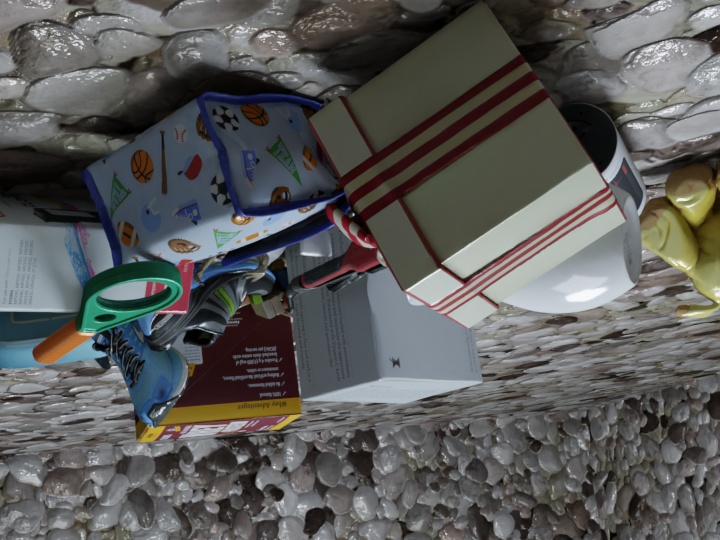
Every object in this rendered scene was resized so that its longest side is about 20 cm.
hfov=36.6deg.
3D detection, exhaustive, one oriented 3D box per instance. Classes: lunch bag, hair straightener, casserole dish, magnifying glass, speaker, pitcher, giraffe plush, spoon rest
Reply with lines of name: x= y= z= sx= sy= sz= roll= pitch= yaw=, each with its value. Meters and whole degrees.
lunch bag: x=-0.102 y=-0.073 z=0.942 sx=0.170 sy=0.124 sz=0.200 roll=-20 pitch=177 yaw=37
hair straightener: x=0.000 y=0.000 z=1.157 sx=0.200 sy=0.041 sz=0.077 roll=-31 pitch=159 yaw=30
casserole dish: x=-0.359 y=0.049 z=1.286 sx=0.199 sy=0.122 sz=0.039 roll=-8 pitch=148 yaw=2
magnifying glass: x=-0.228 y=0.039 z=0.950 sx=0.079 sy=0.023 sz=0.200 roll=8 pitch=149 yaw=-44
speaker: x=0.232 y=-0.099 z=1.088 sx=0.081 sy=0.082 sz=0.200 roll=-13 pitch=164 yaw=19
pitcher: x=0.154 y=-0.033 z=0.997 sx=0.199 sy=0.122 sz=0.172 roll=-3 pitch=-153 yaw=27
giraffe plush: x=0.426 y=-0.046 z=1.286 sx=0.172 sy=0.201 sz=0.162 roll=-17 pitch=-168 yaw=21
spoon rest: x=-0.103 y=-0.038 z=1.220 sx=0.099 sy=0.061 sz=0.200 roll=5 pitch=174 yaw=-37

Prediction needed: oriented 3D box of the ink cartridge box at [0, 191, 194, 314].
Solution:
ink cartridge box: x=-0.274 y=-0.018 z=1.011 sx=0.199 sy=0.083 sz=0.146 roll=3 pitch=-166 yaw=-34

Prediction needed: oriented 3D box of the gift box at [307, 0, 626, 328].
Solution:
gift box: x=0.074 y=-0.078 z=0.861 sx=0.186 sy=0.201 sz=0.184 roll=-35 pitch=152 yaw=11

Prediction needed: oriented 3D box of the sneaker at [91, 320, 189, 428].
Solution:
sneaker: x=-0.248 y=0.089 z=1.154 sx=0.090 sy=0.200 sz=0.079 roll=24 pitch=109 yaw=-38

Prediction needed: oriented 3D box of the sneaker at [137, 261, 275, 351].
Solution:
sneaker: x=-0.168 y=0.037 z=1.173 sx=0.070 sy=0.083 sz=0.199 roll=-2 pitch=-168 yaw=34

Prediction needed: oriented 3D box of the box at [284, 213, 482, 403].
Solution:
box: x=0.028 y=0.051 z=1.311 sx=0.130 sy=0.200 sz=0.199 roll=-19 pitch=162 yaw=39

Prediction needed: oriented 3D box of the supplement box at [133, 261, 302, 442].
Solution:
supplement box: x=-0.193 y=0.106 z=1.402 sx=0.196 sy=0.201 sz=0.133 roll=-3 pitch=165 yaw=-18

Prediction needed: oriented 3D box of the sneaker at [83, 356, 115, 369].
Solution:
sneaker: x=-0.332 y=0.073 z=1.401 sx=0.198 sy=0.080 sz=0.129 roll=-17 pitch=151 yaw=33

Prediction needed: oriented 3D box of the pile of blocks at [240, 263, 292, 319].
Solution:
pile of blocks: x=-0.098 y=0.024 z=1.333 sx=0.199 sy=0.083 sz=0.062 roll=7 pitch=-178 yaw=-27

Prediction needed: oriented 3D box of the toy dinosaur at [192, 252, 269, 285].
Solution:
toy dinosaur: x=-0.121 y=-0.044 z=1.076 sx=0.199 sy=0.102 sz=0.058 roll=-10 pitch=146 yaw=4
